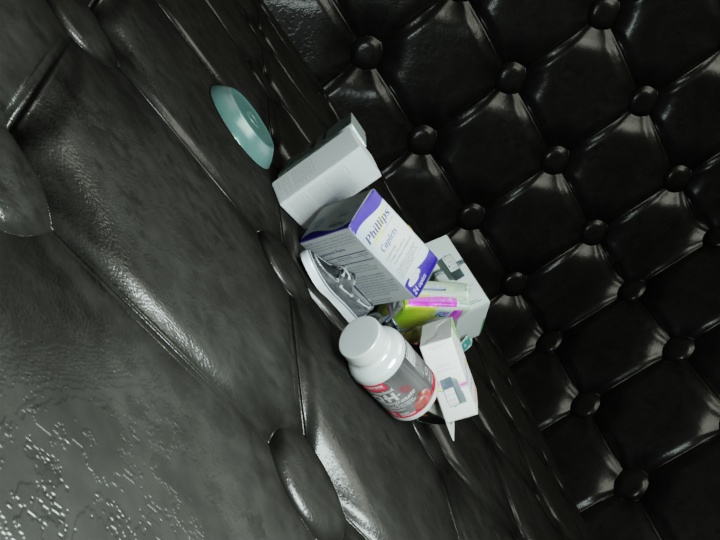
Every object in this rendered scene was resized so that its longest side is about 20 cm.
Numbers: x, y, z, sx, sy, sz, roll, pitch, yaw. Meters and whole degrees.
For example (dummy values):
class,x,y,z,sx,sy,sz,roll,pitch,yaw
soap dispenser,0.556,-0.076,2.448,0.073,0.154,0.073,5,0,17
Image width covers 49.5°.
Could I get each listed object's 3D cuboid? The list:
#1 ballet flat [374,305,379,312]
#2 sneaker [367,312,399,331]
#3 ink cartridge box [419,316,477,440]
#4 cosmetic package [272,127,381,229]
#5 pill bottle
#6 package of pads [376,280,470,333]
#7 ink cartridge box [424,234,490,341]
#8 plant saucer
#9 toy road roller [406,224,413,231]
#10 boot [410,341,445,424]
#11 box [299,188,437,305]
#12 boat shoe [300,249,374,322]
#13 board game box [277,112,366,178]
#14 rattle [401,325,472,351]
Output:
class,x,y,z,sx,sy,sz,roll,pitch,yaw
ballet flat,0.047,0.055,1.797,0.202,0.068,0.068,62,12,20
sneaker,0.040,0.122,1.537,0.075,0.080,0.200,56,11,-10
ink cartridge box,0.176,0.206,1.492,0.117,0.066,0.203,-68,139,-72
cosmetic package,-0.069,-0.185,1.587,0.101,0.198,0.072,45,15,-49
pill bottle,0.046,0.167,1.355,0.200,0.110,0.112,49,13,-39
package of pads,0.125,0.083,1.652,0.200,0.151,0.070,125,-36,-64
ink cartridge box,0.203,0.045,1.784,0.148,0.082,0.202,92,-26,-56
plant saucer,-0.234,-0.304,1.613,0.201,0.036,0.201,55,11,-16
toy road roller,0.086,-0.010,1.885,0.147,0.122,0.200,57,-10,6
boot,0.139,0.226,1.577,0.200,0.071,0.147,43,48,-51
box,0.015,-0.039,1.511,0.200,0.106,0.183,45,-29,-21
boat shoe,-0.040,0.022,1.486,0.201,0.067,0.072,51,12,-34
board game box,-0.083,-0.255,1.721,0.065,0.198,0.148,53,12,-15
rattle,0.172,0.202,1.685,0.198,0.130,0.144,26,26,-39
